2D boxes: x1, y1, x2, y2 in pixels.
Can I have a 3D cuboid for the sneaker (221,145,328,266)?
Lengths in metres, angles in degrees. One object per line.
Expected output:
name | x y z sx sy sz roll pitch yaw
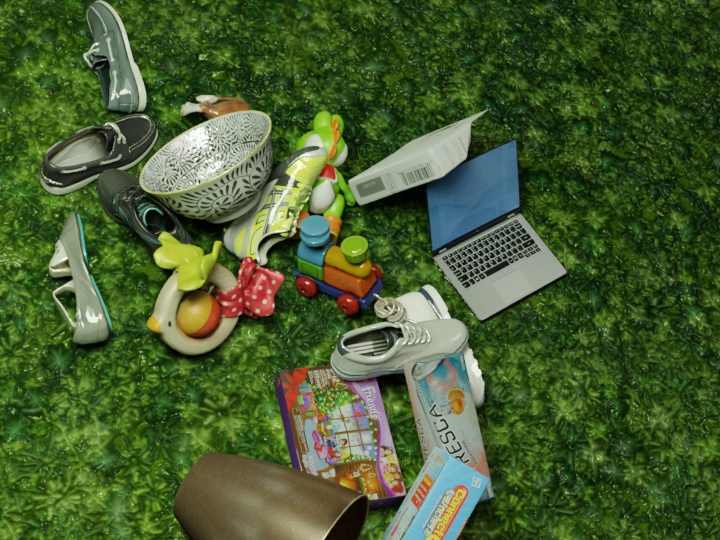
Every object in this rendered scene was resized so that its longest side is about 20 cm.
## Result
sneaker | -0.108 -0.090 1.718 0.076 0.075 0.200 44 100 21

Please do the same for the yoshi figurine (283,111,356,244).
yoshi figurine | -0.065 -0.137 1.811 0.111 0.112 0.201 -3 68 28

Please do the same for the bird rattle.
bird rattle | -0.208 0.036 1.626 0.112 0.200 0.164 29 86 37

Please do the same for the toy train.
toy train | 0.000 0.000 1.688 0.199 0.116 0.085 22 53 21

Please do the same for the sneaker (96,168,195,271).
sneaker | -0.301 -0.087 1.681 0.075 0.079 0.200 -41 65 -17

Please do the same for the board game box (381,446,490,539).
board game box | 0.073 0.315 1.450 0.056 0.200 0.196 31 85 2

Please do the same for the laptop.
laptop | 0.208 -0.062 1.818 0.187 0.116 0.200 -26 70 -28

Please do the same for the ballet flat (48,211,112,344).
ballet flat | -0.387 0.009 1.620 0.063 0.067 0.201 -14 64 -16

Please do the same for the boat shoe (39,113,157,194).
boat shoe | -0.376 -0.180 1.742 0.200 0.060 0.074 -30 71 -30

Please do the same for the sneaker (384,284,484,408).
sneaker | 0.107 0.118 1.710 0.080 0.077 0.200 -22 61 -18

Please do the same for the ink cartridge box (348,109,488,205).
ink cartridge box | 0.098 -0.170 1.818 0.200 0.162 0.057 -31 101 -51

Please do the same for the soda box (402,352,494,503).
soda box | 0.117 0.213 1.599 0.063 0.068 0.201 -14 92 -25

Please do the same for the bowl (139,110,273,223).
bowl | -0.195 -0.128 1.660 0.200 0.095 0.201 -19 30 12

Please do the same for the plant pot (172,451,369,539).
plant pot | -0.121 0.309 1.465 0.199 0.187 0.187 26 54 18

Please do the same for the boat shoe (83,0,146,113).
boat shoe | -0.385 -0.325 1.824 0.062 0.073 0.201 -14 69 -29

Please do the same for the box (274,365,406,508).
box | -0.029 0.223 1.613 0.136 0.039 0.201 -4 60 -20

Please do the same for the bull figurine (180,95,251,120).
bull figurine | -0.219 -0.175 1.784 0.121 0.065 0.201 15 58 -11

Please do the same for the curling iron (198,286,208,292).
curling iron | -0.265 -0.031 1.705 0.049 0.026 0.201 -11 63 -27

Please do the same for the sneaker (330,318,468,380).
sneaker | 0.059 0.102 1.635 0.199 0.071 0.073 -15 62 -16
